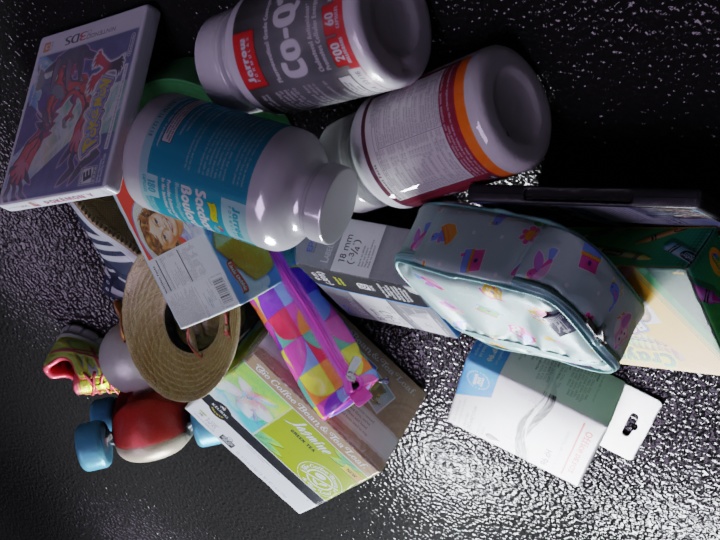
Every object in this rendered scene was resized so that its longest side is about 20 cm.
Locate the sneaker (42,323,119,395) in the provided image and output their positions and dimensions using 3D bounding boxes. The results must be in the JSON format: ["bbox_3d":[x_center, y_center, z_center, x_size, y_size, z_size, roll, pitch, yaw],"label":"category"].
[{"bbox_3d":[-0.360,0.148,1.548,0.198,0.090,0.079,14,134,23],"label":"sneaker"}]

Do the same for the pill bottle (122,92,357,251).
[{"bbox_3d":[-0.105,-0.084,0.983,0.198,0.111,0.112,18,137,23],"label":"pill bottle"}]

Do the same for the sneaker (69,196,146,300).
[{"bbox_3d":[-0.307,-0.038,1.349,0.200,0.070,0.108,45,138,-13],"label":"sneaker"}]

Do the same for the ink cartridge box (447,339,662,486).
[{"bbox_3d":[0.202,0.149,1.161,0.199,0.068,0.117,25,139,14],"label":"ink cartridge box"}]

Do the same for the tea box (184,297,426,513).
[{"bbox_3d":[-0.067,0.156,1.310,0.200,0.134,0.197,43,139,-7],"label":"tea box"}]

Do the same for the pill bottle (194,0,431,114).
[{"bbox_3d":[-0.047,-0.201,0.971,0.199,0.114,0.114,-6,124,39],"label":"pill bottle"}]

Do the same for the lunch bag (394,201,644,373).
[{"bbox_3d":[0.138,0.019,0.949,0.199,0.077,0.160,15,157,45],"label":"lunch bag"}]

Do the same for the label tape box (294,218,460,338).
[{"bbox_3d":[0.000,0.000,1.124,0.198,0.064,0.144,12,162,27],"label":"label tape box"}]

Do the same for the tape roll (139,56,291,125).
[{"bbox_3d":[-0.158,-0.128,1.172,0.199,0.048,0.202,20,137,20],"label":"tape roll"}]

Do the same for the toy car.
[{"bbox_3d":[-0.278,0.128,1.411,0.182,0.177,0.202,-11,103,1],"label":"toy car"}]

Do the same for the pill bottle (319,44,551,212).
[{"bbox_3d":[0.061,-0.117,0.977,0.199,0.110,0.110,-15,118,44],"label":"pill bottle"}]

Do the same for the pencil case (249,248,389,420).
[{"bbox_3d":[-0.055,0.062,1.180,0.201,0.088,0.088,56,140,7],"label":"pencil case"}]

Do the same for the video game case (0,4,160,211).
[{"bbox_3d":[-0.292,-0.165,1.133,0.181,0.202,0.023,-5,159,39],"label":"video game case"}]

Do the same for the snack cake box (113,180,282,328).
[{"bbox_3d":[-0.177,-0.052,1.129,0.115,0.067,0.201,-20,98,47],"label":"snack cake box"}]

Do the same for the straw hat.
[{"bbox_3d":[-0.183,0.052,1.291,0.200,0.085,0.203,5,99,37],"label":"straw hat"}]

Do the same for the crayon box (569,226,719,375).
[{"bbox_3d":[0.242,0.024,0.991,0.199,0.058,0.119,2,131,51],"label":"crayon box"}]

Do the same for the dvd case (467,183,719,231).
[{"bbox_3d":[0.209,-0.053,0.929,0.198,0.142,0.018,5,87,33],"label":"dvd case"}]
